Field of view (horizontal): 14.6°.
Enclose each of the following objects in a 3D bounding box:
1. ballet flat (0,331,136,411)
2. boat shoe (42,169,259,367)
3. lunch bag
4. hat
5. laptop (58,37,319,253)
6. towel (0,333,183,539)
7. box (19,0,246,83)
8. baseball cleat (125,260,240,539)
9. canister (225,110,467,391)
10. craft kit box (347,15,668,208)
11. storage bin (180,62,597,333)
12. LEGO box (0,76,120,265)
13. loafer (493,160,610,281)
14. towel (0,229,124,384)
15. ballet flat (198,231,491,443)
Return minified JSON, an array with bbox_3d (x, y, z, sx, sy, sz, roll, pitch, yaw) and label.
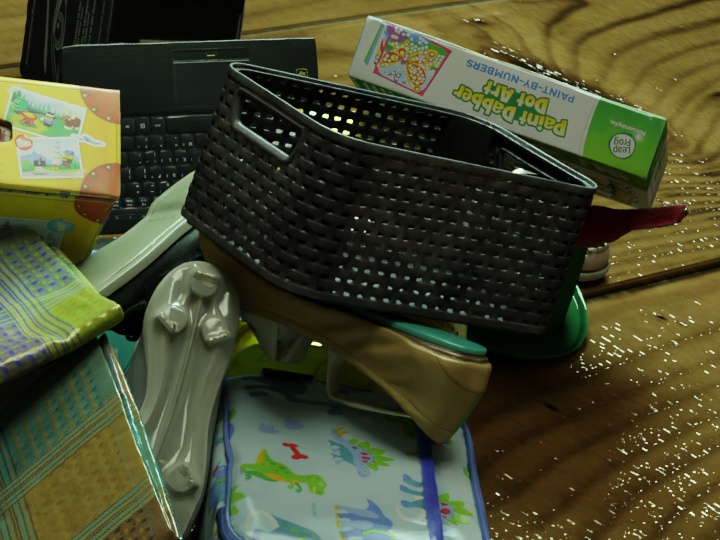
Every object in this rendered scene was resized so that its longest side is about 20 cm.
[{"bbox_3d":[-0.184,0.061,1.660,0.069,0.070,0.200,13,26,5],"label":"ballet flat"},{"bbox_3d":[-0.121,0.008,1.638,0.074,0.066,0.199,-7,29,47],"label":"boat shoe"},{"bbox_3d":[-0.008,0.135,1.546,0.160,0.083,0.200,11,26,-6],"label":"lunch bag"},{"bbox_3d":[0.119,-0.054,1.842,0.200,0.177,0.166,35,32,10],"label":"hat"},{"bbox_3d":[-0.096,-0.057,1.819,0.176,0.201,0.103,-3,-5,-15],"label":"laptop"},{"bbox_3d":[-0.167,0.128,1.461,0.022,0.146,0.200,48,7,-32],"label":"towel"},{"bbox_3d":[-0.170,-0.174,2.057,0.104,0.149,0.200,0,27,-22],"label":"box"},{"bbox_3d":[-0.111,0.097,1.552,0.069,0.107,0.201,22,69,0],"label":"baseball cleat"},{"bbox_3d":[0.000,0.000,1.736,0.148,0.087,0.201,9,50,-2],"label":"canister"},{"bbox_3d":[0.099,-0.097,1.792,0.196,0.049,0.200,17,-3,8],"label":"craft kit box"},{"bbox_3d":[0.016,-0.040,1.585,0.199,0.094,0.135,11,15,-38],"label":"storage bin"},{"bbox_3d":[-0.254,-0.049,1.654,0.199,0.149,0.078,6,62,-17],"label":"LEGO box"},{"bbox_3d":[0.098,-0.056,2.015,0.199,0.063,0.072,28,31,33],"label":"loafer"},{"bbox_3d":[-0.241,0.037,1.542,0.199,0.023,0.144,-21,28,-17],"label":"towel"},{"bbox_3d":[-0.020,0.036,1.571,0.199,0.063,0.069,27,12,29],"label":"ballet flat"}]
